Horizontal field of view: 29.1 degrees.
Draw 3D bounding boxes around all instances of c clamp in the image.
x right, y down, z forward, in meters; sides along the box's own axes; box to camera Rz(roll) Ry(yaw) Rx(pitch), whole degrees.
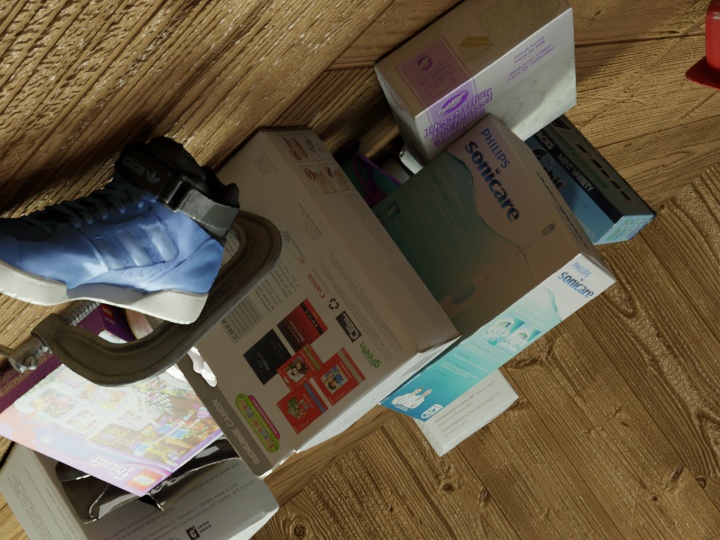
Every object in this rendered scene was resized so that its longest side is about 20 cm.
[{"bbox_3d":[-0.158,0.011,0.965,0.200,0.170,0.027,-40,131,-24],"label":"c clamp"}]

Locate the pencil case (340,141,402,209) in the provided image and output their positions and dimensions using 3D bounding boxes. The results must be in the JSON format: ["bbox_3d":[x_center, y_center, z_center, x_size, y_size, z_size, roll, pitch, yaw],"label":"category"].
[{"bbox_3d":[-0.048,-0.018,1.209,0.200,0.085,0.092,-39,-175,18],"label":"pencil case"}]

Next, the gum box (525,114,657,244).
[{"bbox_3d":[0.214,-0.103,1.410,0.045,0.170,0.200,-45,168,18],"label":"gum box"}]

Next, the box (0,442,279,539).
[{"bbox_3d":[-0.227,0.226,1.408,0.198,0.201,0.131,-27,167,-36],"label":"box"}]

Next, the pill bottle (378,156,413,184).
[{"bbox_3d":[0.000,0.000,1.299,0.200,0.111,0.111,-45,168,9],"label":"pill bottle"}]

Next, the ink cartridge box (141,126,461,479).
[{"bbox_3d":[-0.057,0.024,1.044,0.175,0.201,0.084,-40,169,24],"label":"ink cartridge box"}]

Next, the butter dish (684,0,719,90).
[{"bbox_3d":[0.465,-0.286,1.507,0.199,0.148,0.199,-34,-150,-14],"label":"butter dish"}]

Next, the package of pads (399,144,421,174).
[{"bbox_3d":[0.121,-0.075,1.302,0.068,0.154,0.200,-47,170,8],"label":"package of pads"}]

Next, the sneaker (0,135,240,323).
[{"bbox_3d":[-0.156,-0.037,0.839,0.199,0.077,0.112,14,105,-46],"label":"sneaker"}]

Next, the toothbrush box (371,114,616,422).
[{"bbox_3d":[0.077,0.000,1.107,0.200,0.147,0.085,-39,149,16],"label":"toothbrush box"}]

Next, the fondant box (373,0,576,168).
[{"bbox_3d":[0.098,-0.148,1.111,0.144,0.058,0.200,-35,162,0],"label":"fondant box"}]

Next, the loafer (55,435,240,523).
[{"bbox_3d":[-0.192,0.193,1.328,0.199,0.072,0.073,-10,-177,-28],"label":"loafer"}]

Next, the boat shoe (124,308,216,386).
[{"bbox_3d":[-0.113,0.062,1.160,0.069,0.071,0.200,-33,137,20],"label":"boat shoe"}]

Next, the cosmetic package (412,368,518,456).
[{"bbox_3d":[0.156,0.203,2.513,0.166,0.201,0.167,-34,169,-7],"label":"cosmetic package"}]

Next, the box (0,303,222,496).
[{"bbox_3d":[-0.204,0.112,1.175,0.137,0.039,0.200,-37,140,13],"label":"box"}]
